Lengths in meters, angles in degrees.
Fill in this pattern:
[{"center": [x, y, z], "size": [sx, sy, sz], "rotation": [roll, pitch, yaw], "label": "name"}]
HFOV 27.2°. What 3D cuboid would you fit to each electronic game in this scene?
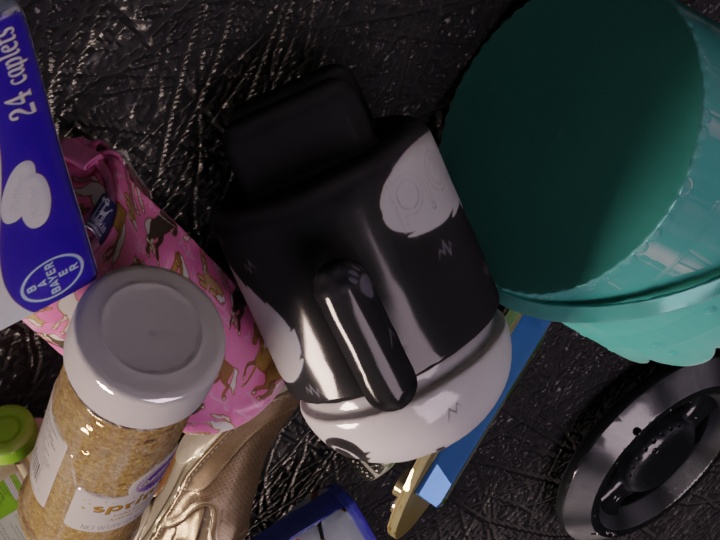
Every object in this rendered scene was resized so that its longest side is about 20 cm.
[{"center": [0.243, 0.148, 1.242], "size": [0.199, 0.042, 0.201], "rotation": [-25, 140, -23], "label": "electronic game"}]

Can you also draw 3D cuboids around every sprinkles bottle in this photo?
[{"center": [-0.119, 0.076, 0.711], "size": [0.068, 0.069, 0.200], "rotation": [-17, 157, -29], "label": "sprinkles bottle"}]

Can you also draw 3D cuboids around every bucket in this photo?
[{"center": [0.149, -0.054, 0.826], "size": [0.134, 0.208, 0.208], "rotation": [20, 114, -42], "label": "bucket"}]

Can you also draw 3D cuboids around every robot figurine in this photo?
[{"center": [-0.001, 0.001, 0.763], "size": [0.150, 0.124, 0.201], "rotation": [-40, 113, -43], "label": "robot figurine"}]

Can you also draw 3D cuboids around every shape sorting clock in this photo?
[{"center": [0.072, 0.086, 0.973], "size": [0.201, 0.039, 0.200], "rotation": [-57, 172, -12], "label": "shape sorting clock"}]

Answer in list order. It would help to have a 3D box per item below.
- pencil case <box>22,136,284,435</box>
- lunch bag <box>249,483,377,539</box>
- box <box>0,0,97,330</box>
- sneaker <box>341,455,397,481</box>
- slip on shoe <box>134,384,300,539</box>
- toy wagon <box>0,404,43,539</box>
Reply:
[{"center": [-0.110, 0.014, 0.757], "size": [0.086, 0.084, 0.200], "rotation": [-17, 147, 16], "label": "pencil case"}, {"center": [-0.054, 0.253, 1.017], "size": [0.169, 0.124, 0.201], "rotation": [-32, 138, -17], "label": "lunch bag"}, {"center": [-0.219, -0.032, 0.562], "size": [0.199, 0.105, 0.185], "rotation": [-29, 153, -16], "label": "box"}, {"center": [0.036, 0.052, 0.934], "size": [0.080, 0.074, 0.201], "rotation": [-17, 140, -39], "label": "sneaker"}, {"center": [-0.086, 0.135, 0.885], "size": [0.200, 0.061, 0.076], "rotation": [-49, 162, 25], "label": "slip on shoe"}, {"center": [-0.229, 0.157, 0.830], "size": [0.199, 0.040, 0.156], "rotation": [-29, 141, -16], "label": "toy wagon"}]
